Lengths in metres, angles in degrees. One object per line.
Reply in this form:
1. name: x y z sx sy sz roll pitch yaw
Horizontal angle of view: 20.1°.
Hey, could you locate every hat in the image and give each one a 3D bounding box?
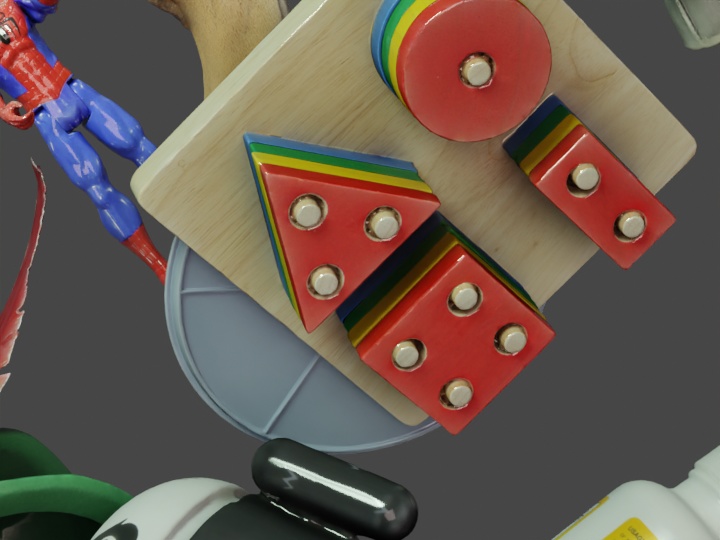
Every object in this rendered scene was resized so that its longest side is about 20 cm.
1. hat: -0.197 0.096 0.996 0.200 0.176 0.166 -26 141 -7

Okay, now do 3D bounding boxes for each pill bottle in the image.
1. pill bottle: 0.128 0.177 1.024 0.200 0.104 0.104 -37 99 -5

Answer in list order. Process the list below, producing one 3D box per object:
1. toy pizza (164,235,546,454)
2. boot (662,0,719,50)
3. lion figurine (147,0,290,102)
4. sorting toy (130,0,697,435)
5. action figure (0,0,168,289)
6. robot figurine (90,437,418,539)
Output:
1. toy pizza: 0.000 0.000 1.002 0.200 0.032 0.201 -7 118 -14
2. boot: 0.170 -0.239 1.018 0.182 0.073 0.200 -47 108 -23
3. lion figurine: -0.056 -0.117 0.985 0.122 0.072 0.201 -16 106 1
4. sorting toy: 0.036 -0.039 0.934 0.200 0.070 0.199 -45 120 8
5. action figure: -0.132 -0.074 0.964 0.065 0.099 0.200 -45 98 -13
6. robot figurine: -0.036 0.170 0.884 0.200 0.125 0.150 24 55 23
